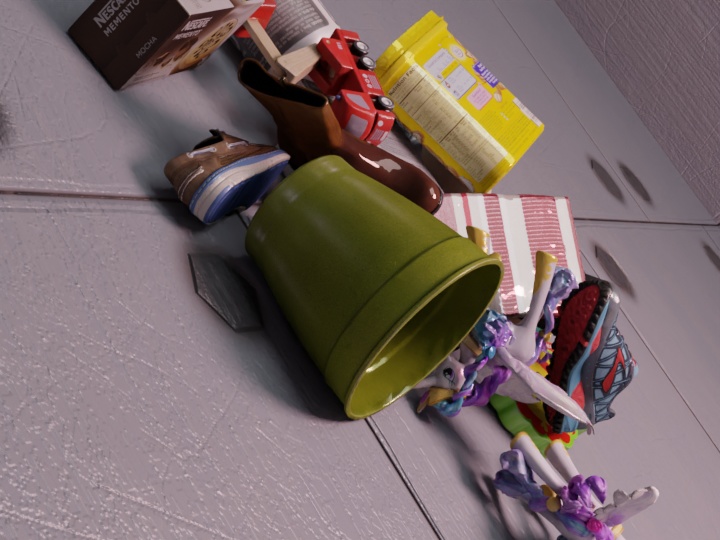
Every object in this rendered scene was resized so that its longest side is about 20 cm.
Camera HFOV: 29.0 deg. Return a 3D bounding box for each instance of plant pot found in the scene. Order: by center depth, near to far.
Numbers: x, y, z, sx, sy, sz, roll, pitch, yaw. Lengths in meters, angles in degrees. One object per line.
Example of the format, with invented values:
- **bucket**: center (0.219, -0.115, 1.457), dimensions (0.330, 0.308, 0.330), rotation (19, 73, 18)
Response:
- **plant pot**: center (-0.002, 0.000, 1.304), dimensions (0.193, 0.201, 0.200), rotation (46, 20, 18)

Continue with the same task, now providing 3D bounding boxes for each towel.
- **towel**: center (0.161, -0.016, 1.553), dimensions (0.199, 0.023, 0.145), rotation (-1, 74, -28)

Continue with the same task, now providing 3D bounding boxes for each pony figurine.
- **pony figurine**: center (0.223, 0.251, 1.386), dimensions (0.200, 0.167, 0.193), rotation (45, 11, 29)
- **pony figurine**: center (0.156, 0.078, 1.452), dimensions (0.192, 0.201, 0.166), rotation (23, -7, -23)

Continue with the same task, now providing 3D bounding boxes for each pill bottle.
- **pill bottle**: center (-0.092, -0.282, 1.634), dimensions (0.201, 0.114, 0.114), rotation (54, 23, 7)

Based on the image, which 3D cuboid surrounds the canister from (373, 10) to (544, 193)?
- **canister**: center (0.112, -0.197, 1.662), dimensions (0.200, 0.087, 0.149), rotation (44, 43, -1)

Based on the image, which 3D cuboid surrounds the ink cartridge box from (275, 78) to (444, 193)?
- **ink cartridge box**: center (0.000, -0.111, 1.586), dimensions (0.200, 0.084, 0.176), rotation (14, 41, -56)

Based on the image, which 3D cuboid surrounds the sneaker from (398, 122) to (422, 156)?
- **sneaker**: center (0.012, -0.204, 1.770), dimensions (0.200, 0.075, 0.115), rotation (29, 30, -52)

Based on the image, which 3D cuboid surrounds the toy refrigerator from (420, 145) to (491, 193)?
- **toy refrigerator**: center (0.118, -0.104, 1.728), dimensions (0.070, 0.075, 0.201), rotation (53, 33, -39)

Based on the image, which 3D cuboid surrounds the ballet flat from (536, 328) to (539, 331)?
- **ballet flat**: center (0.168, 0.027, 1.715), dimensions (0.200, 0.073, 0.073), rotation (40, 24, -39)

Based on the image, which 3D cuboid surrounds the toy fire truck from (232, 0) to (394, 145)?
- **toy fire truck**: center (-0.054, -0.224, 1.507), dimensions (0.140, 0.049, 0.201), rotation (6, 47, -32)

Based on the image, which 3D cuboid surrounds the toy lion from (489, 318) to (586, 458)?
- **toy lion**: center (0.215, 0.141, 1.649), dimensions (0.199, 0.069, 0.193), rotation (30, 37, -37)

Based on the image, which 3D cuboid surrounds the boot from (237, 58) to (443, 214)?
- **boot**: center (-0.014, -0.130, 1.369), dimensions (0.188, 0.069, 0.200), rotation (32, -12, 20)

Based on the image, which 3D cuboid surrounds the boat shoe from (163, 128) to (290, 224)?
- **boat shoe**: center (-0.128, -0.103, 1.348), dimensions (0.072, 0.072, 0.200), rotation (41, 16, 4)

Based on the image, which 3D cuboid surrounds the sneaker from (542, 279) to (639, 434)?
- **sneaker**: center (0.262, 0.090, 1.532), dimensions (0.095, 0.201, 0.080), rotation (-3, 39, -16)

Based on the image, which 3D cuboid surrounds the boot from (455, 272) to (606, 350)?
- **boot**: center (0.188, 0.051, 1.596), dimensions (0.199, 0.066, 0.166), rotation (24, 59, -17)

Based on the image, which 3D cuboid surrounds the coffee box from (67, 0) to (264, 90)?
- **coffee box**: center (-0.192, -0.259, 1.408), dimensions (0.080, 0.113, 0.200), rotation (50, 22, 0)
